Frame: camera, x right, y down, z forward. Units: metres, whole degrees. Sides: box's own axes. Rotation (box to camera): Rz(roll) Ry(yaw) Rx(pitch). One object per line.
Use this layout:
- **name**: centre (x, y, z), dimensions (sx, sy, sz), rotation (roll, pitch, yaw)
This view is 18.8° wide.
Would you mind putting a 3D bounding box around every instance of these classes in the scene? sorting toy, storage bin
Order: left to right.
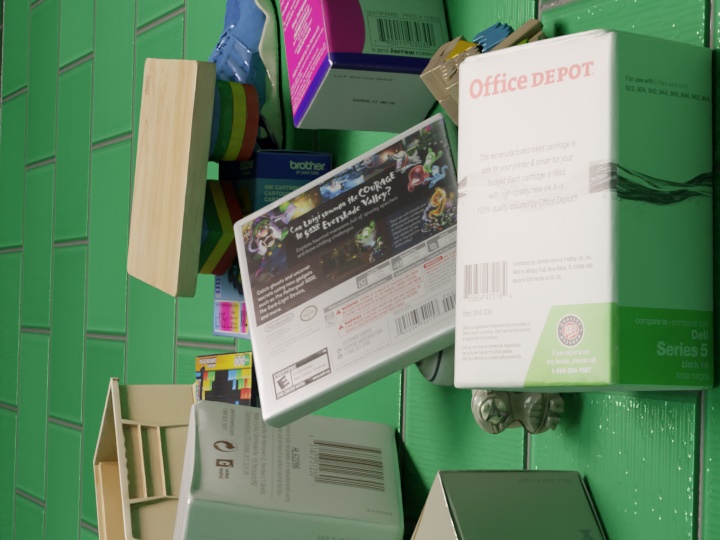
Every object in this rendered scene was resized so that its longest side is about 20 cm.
- **storage bin**: centre (-0.218, 0.245, 2.269), dimensions (0.200, 0.094, 0.199), rotation (112, 154, -57)
- **sorting toy**: centre (-0.145, -0.084, 1.926), dimensions (0.199, 0.070, 0.200), rotation (-161, 76, -71)

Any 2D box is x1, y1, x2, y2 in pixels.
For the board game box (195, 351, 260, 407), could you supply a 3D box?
- **board game box**: centre (-0.107, 0.160, 2.041), dimensions (0.200, 0.057, 0.166), rotation (167, 105, -71)

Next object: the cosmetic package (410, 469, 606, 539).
- **cosmetic package**: centre (0.078, 0.222, 1.417), dimensions (0.073, 0.103, 0.200), rotation (-107, 27, -45)

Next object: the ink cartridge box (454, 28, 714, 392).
- **ink cartridge box**: centre (0.129, -0.030, 1.270), dimensions (0.145, 0.084, 0.200), rotation (-5, 82, 54)

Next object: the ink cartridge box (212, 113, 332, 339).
- **ink cartridge box**: centre (-0.080, -0.037, 1.952), dimensions (0.136, 0.076, 0.200), rotation (179, 94, -71)

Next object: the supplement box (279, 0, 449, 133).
- **supplement box**: centre (-0.001, -0.217, 1.695), dimensions (0.103, 0.101, 0.200), rotation (124, 144, -58)

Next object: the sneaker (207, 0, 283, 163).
- **sneaker**: centre (-0.140, -0.193, 2.083), dimensions (0.077, 0.111, 0.200), rotation (131, 137, -62)

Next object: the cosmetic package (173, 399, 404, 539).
- **cosmetic package**: centre (-0.065, 0.234, 1.691), dimensions (0.167, 0.166, 0.200), rotation (-97, 15, -67)

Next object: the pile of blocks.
- **pile of blocks**: centre (0.101, -0.124, 1.477), dimensions (0.062, 0.082, 0.200), rotation (52, -179, -16)

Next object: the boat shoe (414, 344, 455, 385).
- **boat shoe**: centre (0.026, 0.015, 1.645), dimensions (0.200, 0.066, 0.072), rotation (-110, 29, -48)

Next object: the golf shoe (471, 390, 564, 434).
- **golf shoe**: centre (0.105, 0.003, 1.411), dimensions (0.097, 0.078, 0.200), rotation (-106, 28, -72)

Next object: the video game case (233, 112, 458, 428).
- **video game case**: centre (0.000, 0.000, 1.613), dimensions (0.200, 0.023, 0.182), rotation (-27, 54, 24)
